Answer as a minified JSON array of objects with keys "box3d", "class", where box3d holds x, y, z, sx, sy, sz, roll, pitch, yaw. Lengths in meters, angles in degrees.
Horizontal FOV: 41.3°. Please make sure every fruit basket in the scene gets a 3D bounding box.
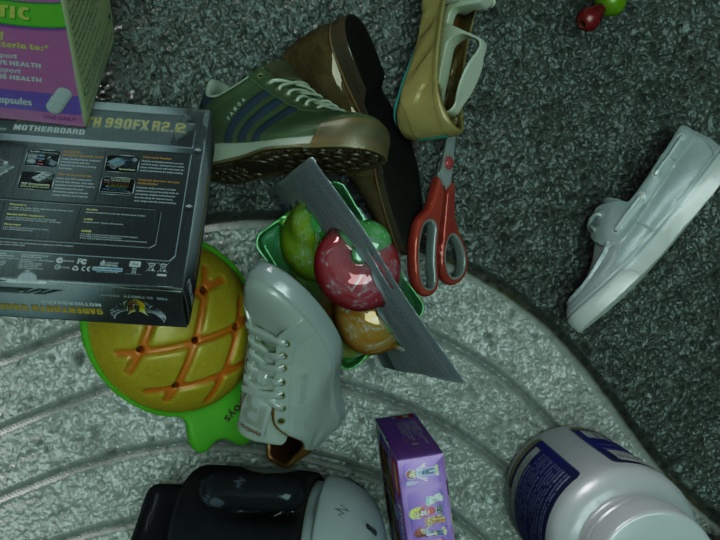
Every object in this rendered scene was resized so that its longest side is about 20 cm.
[{"box3d":[0.000,0.000,0.728,0.094,0.200,0.186,-37,96,-18],"class":"fruit basket"}]

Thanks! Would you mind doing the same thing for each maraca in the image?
[{"box3d":[-0.136,0.059,0.766,0.137,0.107,0.200,-44,118,-11],"class":"maraca"}]

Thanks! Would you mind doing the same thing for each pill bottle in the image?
[{"box3d":[0.195,0.203,0.760,0.119,0.200,0.120,0,94,-5],"class":"pill bottle"}]

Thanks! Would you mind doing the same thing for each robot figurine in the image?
[{"box3d":[-0.078,0.218,0.762,0.199,0.150,0.126,2,85,10],"class":"robot figurine"}]

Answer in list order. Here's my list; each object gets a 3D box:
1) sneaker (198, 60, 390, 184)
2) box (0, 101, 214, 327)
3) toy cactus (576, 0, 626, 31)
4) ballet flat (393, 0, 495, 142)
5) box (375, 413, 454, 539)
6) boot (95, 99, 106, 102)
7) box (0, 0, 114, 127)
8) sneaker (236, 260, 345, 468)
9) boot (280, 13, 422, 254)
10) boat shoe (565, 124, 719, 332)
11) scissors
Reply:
[{"box3d":[-0.060,-0.122,0.734,0.067,0.199,0.090,18,76,-48],"class":"sneaker"},{"box3d":[-0.208,-0.045,0.656,0.199,0.048,0.159,3,55,-4],"class":"box"},{"box3d":[0.199,-0.312,0.792,0.164,0.102,0.201,-26,94,-23],"class":"toy cactus"},{"box3d":[0.080,-0.202,0.780,0.063,0.069,0.201,12,91,35],"class":"ballet flat"},{"box3d":[0.051,0.230,0.779,0.039,0.137,0.201,-8,95,-5],"class":"box"},{"box3d":[-0.258,-0.050,0.713,0.199,0.069,0.175,-9,53,-7],"class":"boot"},{"box3d":[-0.263,-0.202,0.608,0.175,0.200,0.097,6,52,-2],"class":"box"},{"box3d":[-0.060,0.084,0.732,0.085,0.073,0.201,-46,143,-30],"class":"sneaker"},{"box3d":[-0.004,-0.104,0.797,0.075,0.074,0.201,-15,101,25],"class":"boot"},{"box3d":[0.234,-0.038,0.818,0.068,0.072,0.200,41,96,14],"class":"boat shoe"},{"box3d":[0.067,-0.079,0.801,0.073,0.014,0.201,-2,96,-44],"class":"scissors"}]
